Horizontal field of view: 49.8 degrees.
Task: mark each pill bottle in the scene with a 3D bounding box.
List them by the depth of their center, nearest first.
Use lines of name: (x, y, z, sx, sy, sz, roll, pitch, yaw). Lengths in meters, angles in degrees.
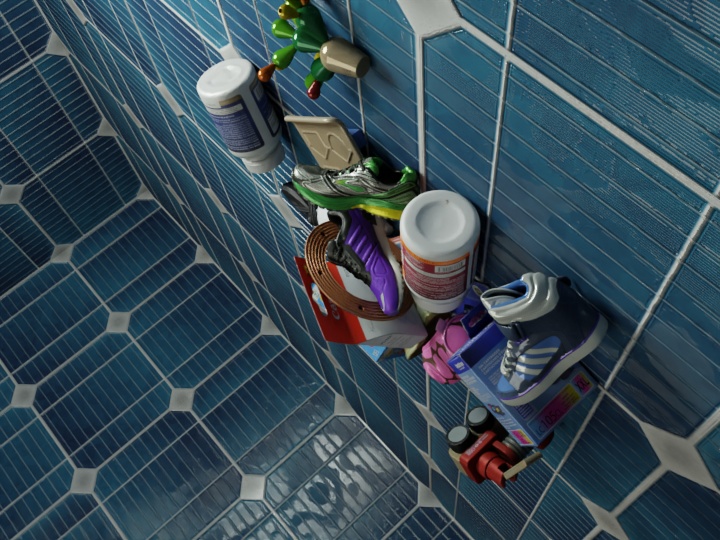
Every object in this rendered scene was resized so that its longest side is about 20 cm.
pill bottle: (0.114, -0.020, 1.121, 0.110, 0.110, 0.200, 44, 164, 23)
pill bottle: (-0.213, -0.280, 1.437, 0.111, 0.111, 0.200, 37, 160, 41)

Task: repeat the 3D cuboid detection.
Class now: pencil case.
pencil case: (0.152, 0.128, 1.263, 0.094, 0.091, 0.200, 16, 159, 0)

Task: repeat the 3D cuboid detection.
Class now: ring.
ring: (0.000, 0.000, 1.239, 0.200, 0.200, 0.019, 47, 133, 11)

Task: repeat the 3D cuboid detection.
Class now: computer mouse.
computer mouse: (-0.063, -0.103, 1.378, 0.200, 0.044, 0.110, -133, 36, -56)
computer mouse: (-0.078, -0.118, 1.571, 0.200, 0.053, 0.138, 46, 170, -27)

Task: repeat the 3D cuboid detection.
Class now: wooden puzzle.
wooden puzzle: (-0.022, -0.181, 1.264, 0.200, 0.046, 0.185, 52, 166, -26)

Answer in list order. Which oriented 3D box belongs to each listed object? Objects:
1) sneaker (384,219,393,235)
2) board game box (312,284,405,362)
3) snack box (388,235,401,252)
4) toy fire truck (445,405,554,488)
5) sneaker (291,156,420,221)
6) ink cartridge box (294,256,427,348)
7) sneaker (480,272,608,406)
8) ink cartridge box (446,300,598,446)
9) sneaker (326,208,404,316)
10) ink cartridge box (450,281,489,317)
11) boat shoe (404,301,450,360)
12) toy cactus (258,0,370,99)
sneaker: (-0.007, -0.071, 1.410, 0.076, 0.080, 0.200, 54, 163, -9)
board game box: (0.029, 0.082, 1.511, 0.196, 0.056, 0.200, 44, -158, 24)
snack box: (0.031, -0.014, 1.377, 0.200, 0.024, 0.072, -13, 118, 44)
toy fire truck: (0.262, 0.290, 1.310, 0.200, 0.176, 0.129, 27, 152, 55)
sneaker: (-0.006, -0.137, 1.156, 0.200, 0.078, 0.085, 8, 128, 8)
ink cartridge box: (0.002, 0.042, 1.237, 0.200, 0.047, 0.160, 11, -133, -45)
sneaker: (0.201, 0.080, 1.000, 0.146, 0.081, 0.200, 34, 131, -9)
ink cartridge box: (0.223, 0.137, 1.129, 0.200, 0.136, 0.076, 48, 163, 6)
sneaker: (-0.001, -0.017, 1.196, 0.070, 0.099, 0.200, 113, 142, -69)
ink cartridge box: (0.192, 0.096, 1.309, 0.200, 0.043, 0.196, 55, 165, -22)
boat shoe: (0.105, 0.096, 1.362, 0.063, 0.073, 0.201, 56, 164, 20)
toy cactus: (-0.065, -0.299, 1.034, 0.165, 0.102, 0.200, 31, 150, 26)
